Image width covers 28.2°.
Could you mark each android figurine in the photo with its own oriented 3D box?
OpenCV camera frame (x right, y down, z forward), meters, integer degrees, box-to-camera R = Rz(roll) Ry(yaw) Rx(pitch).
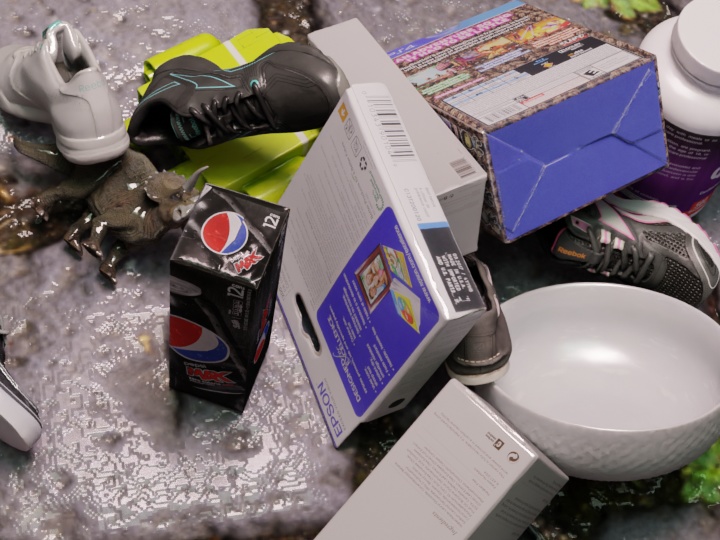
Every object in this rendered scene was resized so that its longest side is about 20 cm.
[{"bbox_3d":[-0.103,-0.129,1.206,0.200,0.041,0.182,-33,70,-21],"label":"android figurine"}]

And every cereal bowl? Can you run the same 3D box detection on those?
[{"bbox_3d":[0.182,0.093,1.084,0.199,0.084,0.200,-1,32,0],"label":"cereal bowl"}]

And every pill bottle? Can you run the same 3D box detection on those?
[{"bbox_3d":[0.265,-0.130,1.174,0.112,0.200,0.113,4,61,-7],"label":"pill bottle"}]

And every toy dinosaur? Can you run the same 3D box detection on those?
[{"bbox_3d":[-0.194,-0.059,1.131,0.200,0.077,0.102,33,73,35],"label":"toy dinosaur"}]

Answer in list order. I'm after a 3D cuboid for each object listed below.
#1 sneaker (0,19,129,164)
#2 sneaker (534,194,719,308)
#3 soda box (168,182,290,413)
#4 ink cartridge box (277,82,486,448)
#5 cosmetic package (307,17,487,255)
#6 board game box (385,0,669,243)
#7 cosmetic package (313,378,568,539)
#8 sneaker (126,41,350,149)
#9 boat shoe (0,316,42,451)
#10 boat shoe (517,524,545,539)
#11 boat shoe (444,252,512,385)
[{"bbox_3d":[-0.242,-0.160,1.139,0.075,0.089,0.200,-23,36,-27],"label":"sneaker"},{"bbox_3d":[0.193,-0.023,1.166,0.200,0.081,0.086,33,40,22],"label":"sneaker"},{"bbox_3d":[-0.097,0.025,1.028,0.063,0.200,0.071,18,59,3],"label":"soda box"},{"bbox_3d":[0.000,0.000,1.069,0.043,0.200,0.199,-7,62,-32],"label":"ink cartridge box"},{"bbox_3d":[0.023,-0.100,1.111,0.050,0.083,0.200,-23,53,-18],"label":"cosmetic package"},{"bbox_3d":[0.120,-0.126,1.148,0.159,0.097,0.200,-24,31,-17],"label":"board game box"},{"bbox_3d":[0.039,0.182,0.966,0.085,0.108,0.200,42,90,25],"label":"cosmetic package"},{"bbox_3d":[-0.095,-0.122,1.102,0.199,0.076,0.079,0,37,37],"label":"sneaker"},{"bbox_3d":[-0.293,0.049,1.062,0.200,0.072,0.068,39,63,21],"label":"boat shoe"},{"bbox_3d":[0.118,0.222,1.028,0.073,0.068,0.200,-21,67,-19],"label":"boat shoe"},{"bbox_3d":[0.073,0.012,1.093,0.066,0.057,0.200,-9,29,-6],"label":"boat shoe"}]
